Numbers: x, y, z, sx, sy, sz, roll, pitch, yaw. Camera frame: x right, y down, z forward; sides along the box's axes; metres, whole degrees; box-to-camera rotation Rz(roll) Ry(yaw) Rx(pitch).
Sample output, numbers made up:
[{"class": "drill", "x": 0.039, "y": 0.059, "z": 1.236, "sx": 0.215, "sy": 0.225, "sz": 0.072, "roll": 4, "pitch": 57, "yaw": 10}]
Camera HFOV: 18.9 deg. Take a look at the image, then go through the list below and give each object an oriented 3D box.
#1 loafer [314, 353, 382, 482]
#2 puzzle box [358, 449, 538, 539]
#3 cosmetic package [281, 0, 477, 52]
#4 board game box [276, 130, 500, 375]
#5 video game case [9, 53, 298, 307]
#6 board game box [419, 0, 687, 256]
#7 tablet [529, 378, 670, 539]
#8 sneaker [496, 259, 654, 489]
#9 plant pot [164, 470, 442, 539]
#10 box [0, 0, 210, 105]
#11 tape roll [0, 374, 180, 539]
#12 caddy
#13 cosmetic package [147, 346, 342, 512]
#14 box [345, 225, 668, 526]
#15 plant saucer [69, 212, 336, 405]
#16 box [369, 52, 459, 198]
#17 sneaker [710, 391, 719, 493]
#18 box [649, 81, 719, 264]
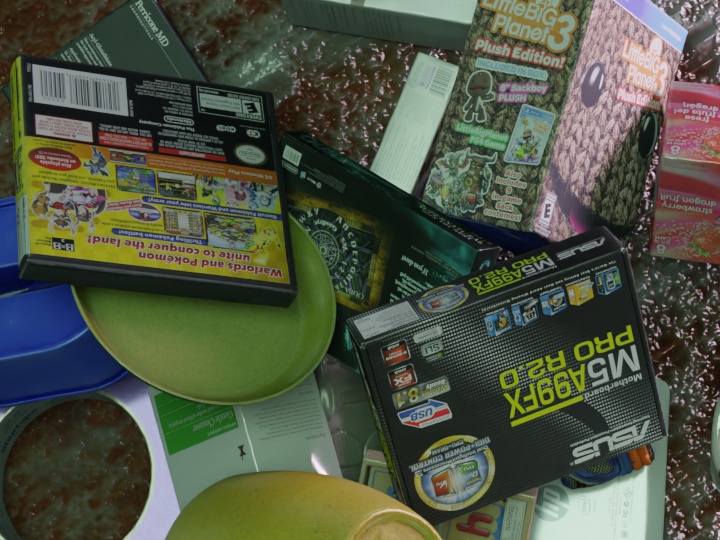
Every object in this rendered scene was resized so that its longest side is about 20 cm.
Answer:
[{"class": "loafer", "x": -0.020, "y": 0.118, "z": 1.653, "sx": 0.072, "sy": 0.063, "sz": 0.201, "roll": 3, "pitch": 81, "yaw": -27}, {"class": "puzzle box", "x": 0.049, "y": 0.241, "z": 1.596, "sx": 0.132, "sy": 0.025, "sz": 0.201, "roll": 11, "pitch": 103, "yaw": 9}, {"class": "cosmetic package", "x": 0.045, "y": -0.240, "z": 1.696, "sx": 0.199, "sy": 0.081, "sz": 0.113, "roll": 8, "pitch": 79, "yaw": 8}, {"class": "board game box", "x": 0.000, "y": 0.000, "z": 1.576, "sx": 0.200, "sy": 0.028, "sz": 0.136, "roll": 33, "pitch": 114, "yaw": 33}, {"class": "video game case", "x": -0.149, "y": -0.064, "z": 1.540, "sx": 0.199, "sy": 0.026, "sz": 0.181, "roll": 7, "pitch": 54, "yaw": -22}, {"class": "board game box", "x": 0.146, "y": -0.114, "z": 1.602, "sx": 0.096, "sy": 0.159, "sz": 0.201, "roll": 13, "pitch": 85, "yaw": 33}, {"class": "tablet", "x": 0.166, "y": 0.178, "z": 1.638, "sx": 0.129, "sy": 0.014, "sz": 0.201, "roll": 3, "pitch": 79, "yaw": 7}, {"class": "sneaker", "x": 0.138, "y": 0.077, "z": 1.619, "sx": 0.078, "sy": 0.075, "sz": 0.200, "roll": -33, "pitch": 73, "yaw": 0}, {"class": "plant pot", "x": -0.018, "y": 0.220, "z": 1.438, "sx": 0.199, "sy": 0.142, "sz": 0.201, "roll": 16, "pitch": 64, "yaw": -36}, {"class": "box", "x": -0.165, "y": -0.095, "z": 1.692, "sx": 0.141, "sy": 0.079, "sz": 0.200, "roll": -34, "pitch": 78, "yaw": 3}, {"class": "tape roll", "x": -0.219, "y": 0.160, "z": 1.657, "sx": 0.199, "sy": 0.066, "sz": 0.201, "roll": -1, "pitch": 79, "yaw": 7}, {"class": "caddy", "x": -0.241, "y": 0.024, "z": 1.609, "sx": 0.199, "sy": 0.105, "sz": 0.142, "roll": -10, "pitch": 67, "yaw": 15}, {"class": "cosmetic package", "x": -0.072, "y": 0.163, "z": 1.582, "sx": 0.107, "sy": 0.085, "sz": 0.201, "roll": -26, "pitch": 76, "yaw": 45}, {"class": "box", "x": 0.105, "y": 0.076, "z": 1.513, "sx": 0.199, "sy": 0.044, "sz": 0.161, "roll": -19, "pitch": 117, "yaw": -7}, {"class": "plant saucer", "x": -0.115, "y": 0.016, "z": 1.535, "sx": 0.199, "sy": 0.031, "sz": 0.201, "roll": 13, "pitch": 52, "yaw": -17}, {"class": "box", "x": 0.028, "y": -0.071, "z": 1.687, "sx": 0.041, "sy": 0.039, "sz": 0.201, "roll": 20, "pitch": 82, "yaw": 11}, {"class": "sneaker", "x": 0.305, "y": 0.074, "z": 1.613, "sx": 0.073, "sy": 0.071, "sz": 0.201, "roll": 8, "pitch": 80, "yaw": 7}, {"class": "box", "x": 0.320, "y": -0.064, "z": 1.607, "sx": 0.199, "sy": 0.103, "sz": 0.095, "roll": 8, "pitch": 43, "yaw": 7}]
